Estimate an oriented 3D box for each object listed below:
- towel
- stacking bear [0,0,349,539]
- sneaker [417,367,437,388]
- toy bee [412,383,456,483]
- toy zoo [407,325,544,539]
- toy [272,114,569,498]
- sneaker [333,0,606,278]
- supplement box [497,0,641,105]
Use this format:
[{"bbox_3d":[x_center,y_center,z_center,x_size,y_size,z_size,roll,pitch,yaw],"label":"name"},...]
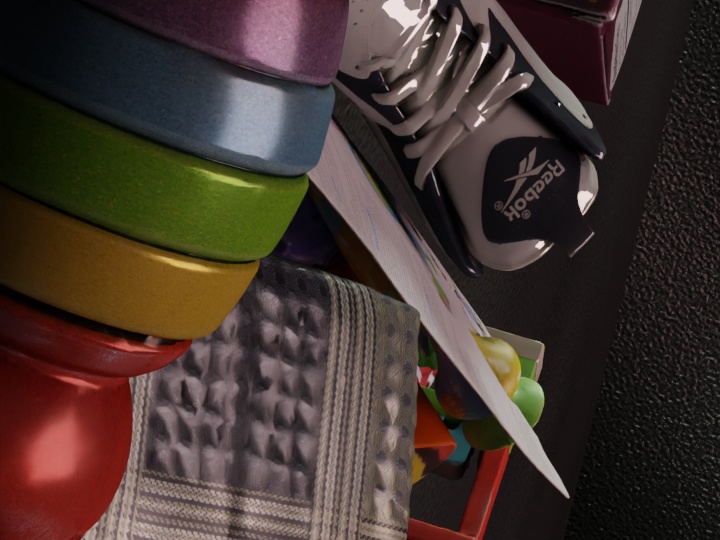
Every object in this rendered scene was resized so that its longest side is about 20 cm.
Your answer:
[{"bbox_3d":[-0.057,0.088,0.793,0.192,0.034,0.202,18,74,-48],"label":"towel"},{"bbox_3d":[-0.073,-0.018,0.671,0.201,0.121,0.114,-67,164,10],"label":"stacking bear"},{"bbox_3d":[-0.001,0.080,1.275,0.113,0.071,0.201,-51,153,-58],"label":"sneaker"},{"bbox_3d":[-0.050,0.067,0.944,0.200,0.108,0.131,36,24,-46],"label":"toy bee"},{"bbox_3d":[-0.015,0.096,1.059,0.021,0.130,0.201,91,17,-55],"label":"toy zoo"},{"bbox_3d":[0.000,0.000,0.953,0.200,0.047,0.115,48,12,-35],"label":"toy"},{"bbox_3d":[0.036,-0.064,0.957,0.079,0.130,0.199,-39,158,-4],"label":"sneaker"},{"bbox_3d":[0.074,-0.191,1.107,0.103,0.130,0.201,70,38,-72],"label":"supplement box"}]
